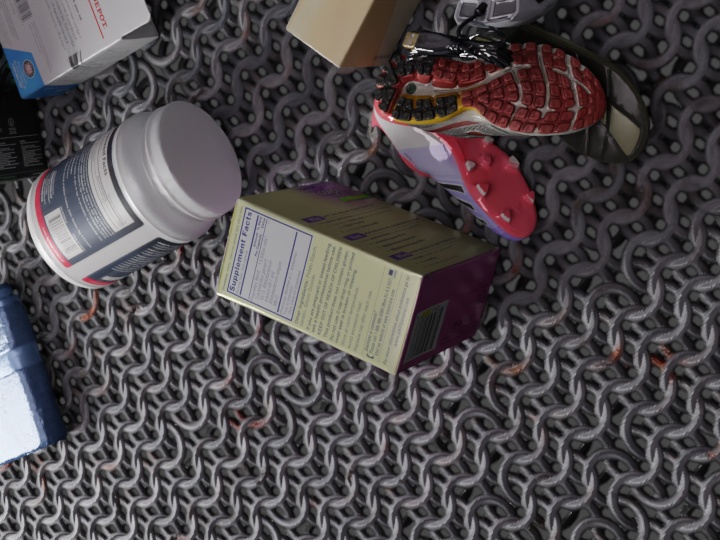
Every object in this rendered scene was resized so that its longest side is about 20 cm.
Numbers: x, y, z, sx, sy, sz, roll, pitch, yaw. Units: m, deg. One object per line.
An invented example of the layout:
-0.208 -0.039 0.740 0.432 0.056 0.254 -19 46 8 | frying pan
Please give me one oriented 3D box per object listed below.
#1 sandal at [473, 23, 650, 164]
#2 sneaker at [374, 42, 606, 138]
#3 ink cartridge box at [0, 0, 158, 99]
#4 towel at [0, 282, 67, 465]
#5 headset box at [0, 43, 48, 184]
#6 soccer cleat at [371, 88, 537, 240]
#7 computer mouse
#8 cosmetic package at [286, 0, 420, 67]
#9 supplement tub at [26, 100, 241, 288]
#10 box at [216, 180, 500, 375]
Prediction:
0.184 -0.171 1.174 0.201 0.057 0.080 43 123 32 | sandal
0.117 -0.154 1.149 0.198 0.082 0.079 8 86 21 | sneaker
-0.295 -0.277 1.409 0.199 0.068 0.117 -22 88 31 | ink cartridge box
-0.418 0.122 1.563 0.111 0.048 0.202 -20 88 30 | towel
-0.450 -0.189 1.450 0.092 0.174 0.202 -7 97 29 | headset box
0.088 -0.101 1.241 0.200 0.067 0.077 47 147 8 | soccer cleat
0.123 -0.220 1.125 0.109 0.200 0.044 5 124 39 | computer mouse
0.023 -0.290 1.211 0.071 0.105 0.201 37 116 18 | cosmetic package
-0.236 -0.078 1.372 0.199 0.140 0.141 -25 87 30 | supplement tub
0.000 0.000 1.234 0.199 0.176 0.098 23 109 23 | box
